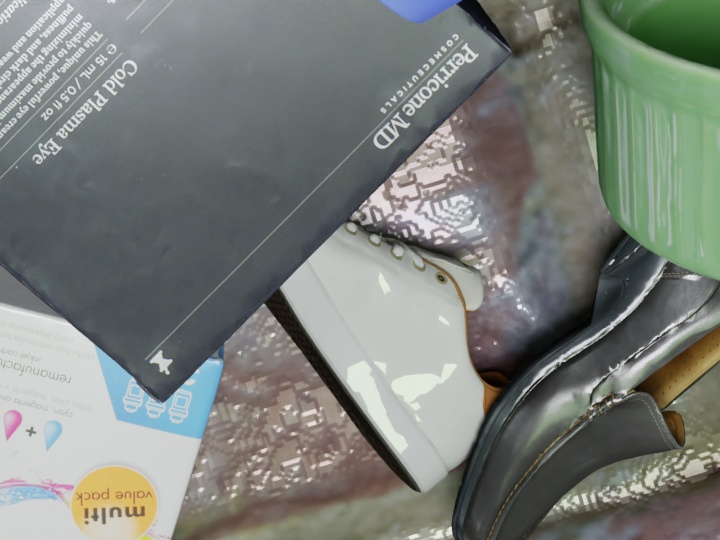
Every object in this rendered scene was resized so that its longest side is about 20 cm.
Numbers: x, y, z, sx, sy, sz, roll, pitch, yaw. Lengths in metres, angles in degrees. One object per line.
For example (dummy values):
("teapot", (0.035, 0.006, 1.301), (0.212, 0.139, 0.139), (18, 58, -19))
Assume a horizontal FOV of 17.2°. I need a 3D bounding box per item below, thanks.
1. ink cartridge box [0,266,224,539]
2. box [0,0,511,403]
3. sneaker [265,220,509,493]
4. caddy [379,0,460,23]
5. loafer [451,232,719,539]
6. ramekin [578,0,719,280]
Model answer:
("ink cartridge box", (-0.143, 0.105, 1.094), (0.114, 0.068, 0.201), (14, 109, -9))
("box", (-0.078, -0.088, 0.934), (0.200, 0.104, 0.182), (-44, 109, 9))
("sneaker", (0.000, 0.000, 1.074), (0.085, 0.073, 0.200), (-39, 112, -8))
("caddy", (0.021, -0.188, 0.850), (0.105, 0.141, 0.200), (-37, 93, 28))
("loafer", (0.116, 0.058, 1.077), (0.072, 0.073, 0.200), (40, 104, 23))
("ramekin", (0.189, -0.071, 0.990), (0.199, 0.200, 0.098), (-3, 118, -3))
